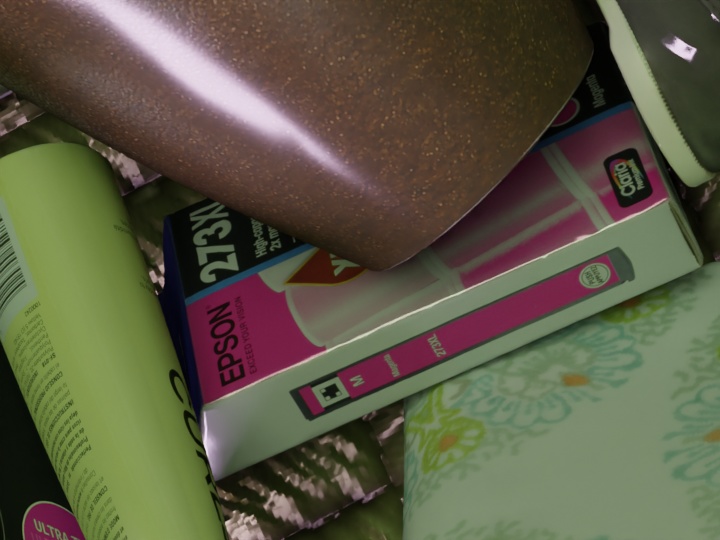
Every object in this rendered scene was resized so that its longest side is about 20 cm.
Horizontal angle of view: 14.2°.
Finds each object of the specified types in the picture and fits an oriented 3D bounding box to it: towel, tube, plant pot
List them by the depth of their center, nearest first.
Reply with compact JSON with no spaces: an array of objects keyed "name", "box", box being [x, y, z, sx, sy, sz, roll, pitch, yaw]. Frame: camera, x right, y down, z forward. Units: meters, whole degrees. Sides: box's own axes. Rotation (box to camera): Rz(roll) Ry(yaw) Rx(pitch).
[{"name":"plant pot","box":[-0.035,-0.101,0.821,0.200,0.187,0.187,43,91,-10]},{"name":"towel","box":[0.108,0.056,0.823,0.200,0.171,0.048,-13,117,10]},{"name":"tube","box":[-0.065,0.056,0.837,0.052,0.058,0.200,-35,58,21]}]

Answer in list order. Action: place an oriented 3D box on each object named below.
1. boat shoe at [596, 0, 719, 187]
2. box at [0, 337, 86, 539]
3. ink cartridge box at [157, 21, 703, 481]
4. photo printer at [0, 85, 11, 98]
[{"name":"boat shoe","box":[0.074,-0.119,0.818,0.057,0.067,0.200,-26,106,15]},{"name":"box","box":[-0.160,0.074,0.843,0.124,0.148,0.200,-35,54,17]},{"name":"ink cartridge box","box":[0.000,0.000,0.893,0.200,0.037,0.095,-26,40,9]},{"name":"photo printer","box":[-0.140,-0.135,0.954,0.200,0.069,0.167,-29,75,6]}]
